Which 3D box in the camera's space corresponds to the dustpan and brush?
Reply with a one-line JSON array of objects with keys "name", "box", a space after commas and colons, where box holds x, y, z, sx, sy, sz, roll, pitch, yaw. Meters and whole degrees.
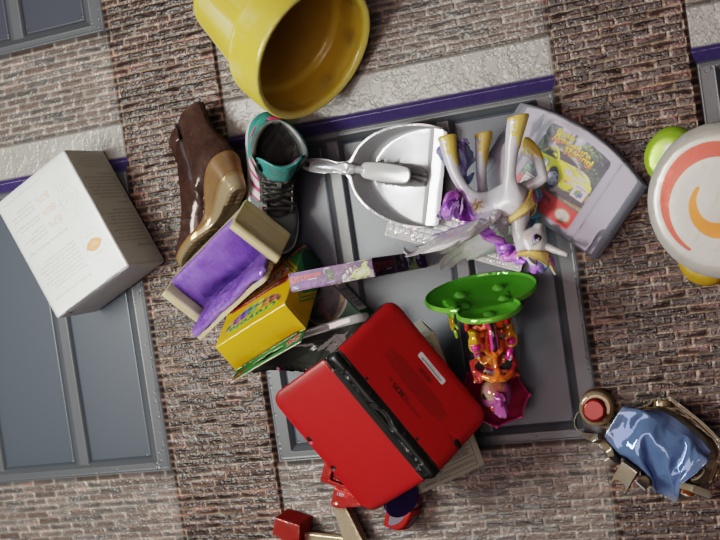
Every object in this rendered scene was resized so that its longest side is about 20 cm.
[{"name": "dustpan and brush", "box": [0.013, -0.136, 1.689, 0.199, 0.057, 0.141, 9, 98, 32]}]

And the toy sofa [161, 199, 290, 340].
[{"name": "toy sofa", "box": [-0.193, 0.002, 1.722, 0.083, 0.098, 0.200, 39, 131, -13]}]

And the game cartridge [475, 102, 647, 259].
[{"name": "game cartridge", "box": [0.263, -0.124, 1.606, 0.199, 0.041, 0.134, 36, 103, 15]}]

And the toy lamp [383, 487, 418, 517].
[{"name": "toy lamp", "box": [0.005, 0.260, 1.685, 0.200, 0.058, 0.059, 37, 111, 53]}]

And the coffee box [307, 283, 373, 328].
[{"name": "coffee box", "box": [-0.007, 0.121, 1.730, 0.200, 0.044, 0.123, 46, 109, 12]}]

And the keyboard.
[{"name": "keyboard", "box": [0.130, -0.051, 1.678, 0.199, 0.011, 0.057, 16, 101, 20]}]

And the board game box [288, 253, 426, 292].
[{"name": "board game box", "box": [0.000, 0.000, 1.633, 0.119, 0.200, 0.033, -15, 88, 21]}]

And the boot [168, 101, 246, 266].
[{"name": "boot", "box": [-0.238, -0.122, 1.799, 0.200, 0.072, 0.167, -54, 54, 36]}]

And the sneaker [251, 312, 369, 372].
[{"name": "sneaker", "box": [-0.067, 0.133, 1.693, 0.199, 0.071, 0.100, -19, 82, 18]}]

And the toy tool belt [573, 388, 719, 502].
[{"name": "toy tool belt", "box": [0.356, 0.217, 1.551, 0.199, 0.123, 0.126, 30, 105, 17]}]

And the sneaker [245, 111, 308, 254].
[{"name": "sneaker", "box": [-0.113, -0.124, 1.706, 0.083, 0.121, 0.202, -9, 91, -13]}]

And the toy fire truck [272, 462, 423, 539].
[{"name": "toy fire truck", "box": [-0.016, 0.342, 1.752, 0.199, 0.049, 0.142, 17, 101, 19]}]

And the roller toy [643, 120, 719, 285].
[{"name": "roller toy", "box": [0.448, -0.086, 1.478, 0.181, 0.139, 0.202, -11, 93, 33]}]

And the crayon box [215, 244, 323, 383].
[{"name": "crayon box", "box": [-0.124, 0.057, 1.688, 0.127, 0.200, 0.051, -32, 111, 21]}]

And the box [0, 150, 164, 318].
[{"name": "box", "box": [-0.417, -0.055, 1.846, 0.152, 0.106, 0.201, -33, 82, 21]}]

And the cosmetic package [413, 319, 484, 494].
[{"name": "cosmetic package", "box": [0.079, 0.180, 1.639, 0.103, 0.073, 0.201, -22, 104, -6]}]

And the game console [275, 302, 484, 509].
[{"name": "game console", "box": [0.026, 0.173, 1.574, 0.200, 0.172, 0.119, 50, 153, -6]}]

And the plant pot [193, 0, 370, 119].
[{"name": "plant pot", "box": [-0.120, -0.336, 1.666, 0.189, 0.200, 0.202, 39, 108, 30]}]

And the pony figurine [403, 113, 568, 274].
[{"name": "pony figurine", "box": [0.158, -0.078, 1.570, 0.192, 0.166, 0.202, -13, 84, 26]}]

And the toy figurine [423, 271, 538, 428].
[{"name": "toy figurine", "box": [0.173, 0.118, 1.598, 0.149, 0.200, 0.185, -11, 104, 0]}]
